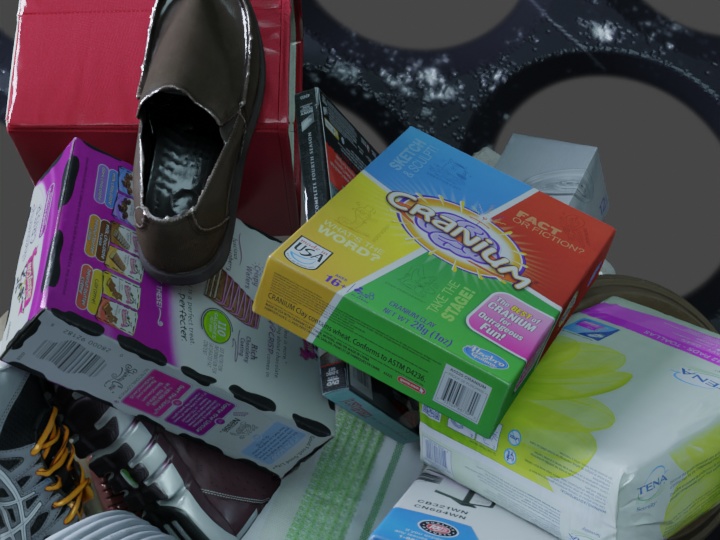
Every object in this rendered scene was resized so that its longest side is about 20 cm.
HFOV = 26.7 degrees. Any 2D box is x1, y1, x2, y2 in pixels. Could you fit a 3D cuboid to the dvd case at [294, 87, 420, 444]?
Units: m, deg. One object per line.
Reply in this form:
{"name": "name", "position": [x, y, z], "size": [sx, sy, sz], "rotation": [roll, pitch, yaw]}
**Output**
{"name": "dvd case", "position": [0.000, 0.000, 0.991], "size": [0.022, 0.146, 0.202], "rotation": [-14, 68, 17]}

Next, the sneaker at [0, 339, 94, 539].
{"name": "sneaker", "position": [-0.201, 0.126, 0.929], "size": [0.076, 0.202, 0.079], "rotation": [10, 38, 6]}

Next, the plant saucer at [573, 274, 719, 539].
{"name": "plant saucer", "position": [0.179, 0.100, 1.031], "size": [0.197, 0.029, 0.203], "rotation": [3, 78, -13]}

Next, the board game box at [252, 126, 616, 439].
{"name": "board game box", "position": [0.050, -0.001, 0.892], "size": [0.152, 0.041, 0.200], "rotation": [27, 35, 12]}

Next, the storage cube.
{"name": "storage cube", "position": [-0.130, -0.134, 1.033], "size": [0.177, 0.200, 0.173], "rotation": [0, 69, 1]}

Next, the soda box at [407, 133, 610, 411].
{"name": "soda box", "position": [0.097, 0.005, 1.009], "size": [0.068, 0.064, 0.201], "rotation": [14, 58, 29]}

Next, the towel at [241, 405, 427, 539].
{"name": "towel", "position": [0.005, 0.156, 1.022], "size": [0.198, 0.031, 0.150], "rotation": [25, 70, 2]}

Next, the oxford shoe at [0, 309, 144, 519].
{"name": "oxford shoe", "position": [-0.188, 0.113, 1.009], "size": [0.074, 0.070, 0.202], "rotation": [-28, 78, 23]}

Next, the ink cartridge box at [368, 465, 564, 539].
{"name": "ink cartridge box", "position": [0.092, 0.174, 0.887], "size": [0.144, 0.200, 0.085], "rotation": [14, 107, 14]}

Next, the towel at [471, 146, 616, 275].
{"name": "towel", "position": [0.108, 0.019, 1.078], "size": [0.132, 0.035, 0.200], "rotation": [-38, 76, -18]}

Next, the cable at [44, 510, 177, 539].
{"name": "cable", "position": [-0.180, 0.226, 0.880], "size": [0.069, 0.201, 0.200], "rotation": [39, 68, 20]}

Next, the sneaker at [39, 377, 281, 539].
{"name": "sneaker", "position": [-0.124, 0.083, 0.963], "size": [0.115, 0.075, 0.201], "rotation": [-43, 103, -38]}

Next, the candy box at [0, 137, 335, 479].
{"name": "candy box", "position": [-0.109, 0.025, 0.921], "size": [0.199, 0.061, 0.137], "rotation": [27, 43, -26]}

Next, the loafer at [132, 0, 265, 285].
{"name": "loafer", "position": [-0.094, -0.095, 0.880], "size": [0.072, 0.071, 0.202], "rotation": [-1, 69, 1]}

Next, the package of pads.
{"name": "package of pads", "position": [0.153, 0.089, 0.897], "size": [0.154, 0.069, 0.199], "rotation": [24, 31, 39]}
